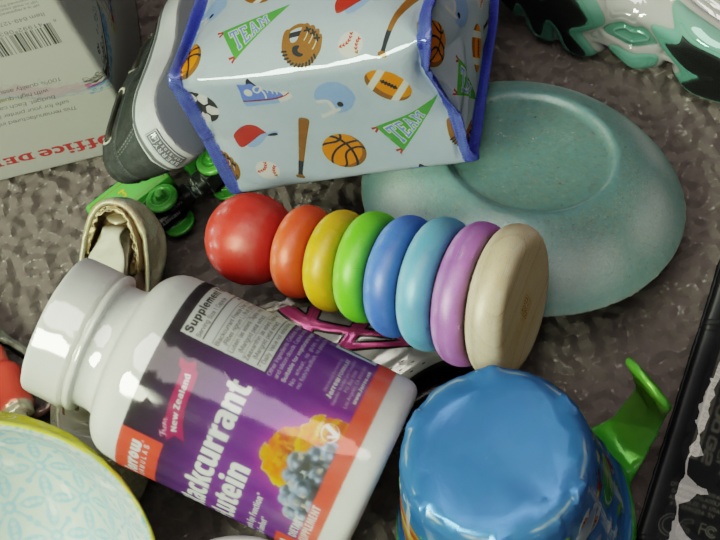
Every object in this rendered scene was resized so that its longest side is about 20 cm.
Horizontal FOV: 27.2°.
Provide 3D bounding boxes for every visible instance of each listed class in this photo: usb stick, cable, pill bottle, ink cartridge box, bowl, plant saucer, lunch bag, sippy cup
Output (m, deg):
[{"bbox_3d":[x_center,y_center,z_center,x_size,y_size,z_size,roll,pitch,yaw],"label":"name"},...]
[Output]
[{"bbox_3d":[0.210,0.078,0.859,0.055,0.033,0.200,18,70,11],"label":"usb stick"},{"bbox_3d":[-0.250,0.035,0.956,0.097,0.050,0.200,-12,60,-13],"label":"cable"},{"bbox_3d":[-0.079,0.071,0.822,0.200,0.111,0.112,25,71,4],"label":"pill bottle"},{"bbox_3d":[-0.241,-0.174,0.969,0.147,0.200,0.145,-12,60,6],"label":"ink cartridge box"},{"bbox_3d":[-0.221,0.163,0.848,0.200,0.200,0.108,-35,20,-6],"label":"bowl"},{"bbox_3d":[0.101,-0.060,0.905,0.201,0.039,0.201,1,48,-1],"label":"plant saucer"},{"bbox_3d":[-0.008,-0.162,0.914,0.170,0.124,0.200,-4,47,21],"label":"lunch bag"},{"bbox_3d":[0.077,0.117,0.787,0.139,0.130,0.178,15,67,18],"label":"sippy cup"}]

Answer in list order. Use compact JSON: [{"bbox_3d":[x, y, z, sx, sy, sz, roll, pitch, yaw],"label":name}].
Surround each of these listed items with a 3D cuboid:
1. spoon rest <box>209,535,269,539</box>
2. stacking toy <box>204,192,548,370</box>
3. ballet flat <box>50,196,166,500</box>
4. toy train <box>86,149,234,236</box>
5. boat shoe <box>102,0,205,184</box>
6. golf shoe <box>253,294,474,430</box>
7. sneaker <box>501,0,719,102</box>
[{"bbox_3d":[-0.120,0.202,0.798,0.200,0.100,0.061,-14,24,-12],"label":"spoon rest"},{"bbox_3d":[0.000,0.000,0.837,0.200,0.085,0.086,12,68,25],"label":"stacking toy"},{"bbox_3d":[-0.158,0.051,0.903,0.067,0.062,0.200,0,79,6],"label":"ballet flat"},{"bbox_3d":[-0.094,-0.079,0.989,0.200,0.042,0.056,-38,54,-8],"label":"toy train"},{"bbox_3d":[-0.123,-0.129,0.978,0.057,0.069,0.200,-27,29,27],"label":"boat shoe"},{"bbox_3d":[-0.007,0.056,0.888,0.200,0.073,0.092,-13,63,5],"label":"golf shoe"},{"bbox_3d":[0.193,-0.203,0.977,0.200,0.078,0.140,27,70,13],"label":"sneaker"}]
